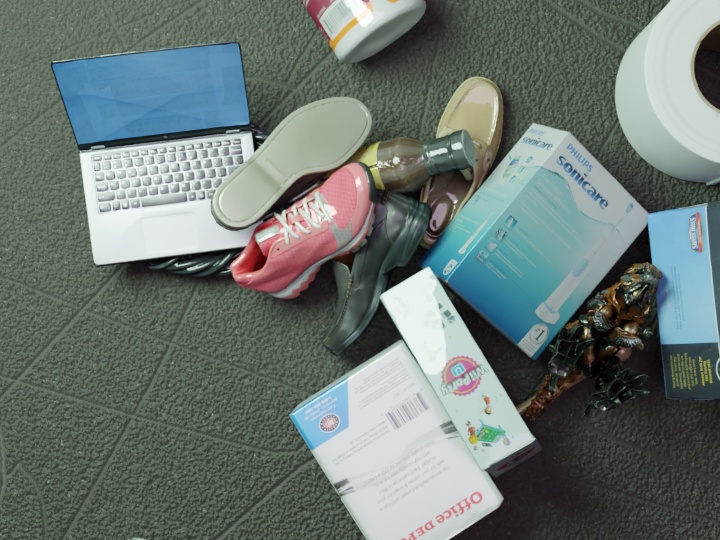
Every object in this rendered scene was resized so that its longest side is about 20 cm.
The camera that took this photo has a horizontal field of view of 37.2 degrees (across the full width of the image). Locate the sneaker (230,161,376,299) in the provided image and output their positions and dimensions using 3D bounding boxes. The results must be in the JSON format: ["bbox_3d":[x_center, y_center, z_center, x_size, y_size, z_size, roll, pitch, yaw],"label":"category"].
[{"bbox_3d":[-0.061,-0.036,1.099,0.200,0.087,0.074,-45,56,33],"label":"sneaker"}]

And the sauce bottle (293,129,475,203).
[{"bbox_3d":[0.024,-0.105,1.140,0.200,0.065,0.065,-11,88,24],"label":"sauce bottle"}]

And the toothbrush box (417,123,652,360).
[{"bbox_3d":[0.185,-0.032,1.133,0.146,0.085,0.200,39,90,-23],"label":"toothbrush box"}]

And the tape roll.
[{"bbox_3d":[0.385,-0.200,1.135,0.202,0.139,0.203,0,87,1],"label":"tape roll"}]

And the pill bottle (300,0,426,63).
[{"bbox_3d":[-0.027,-0.337,1.158,0.114,0.114,0.200,-32,87,0],"label":"pill bottle"}]

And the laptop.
[{"bbox_3d":[-0.203,-0.115,1.103,0.187,0.116,0.200,-7,90,-4],"label":"laptop"}]

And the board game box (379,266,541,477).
[{"bbox_3d":[0.105,0.109,1.098,0.064,0.148,0.200,-31,73,3],"label":"board game box"}]

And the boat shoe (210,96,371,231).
[{"bbox_3d":[-0.075,-0.111,1.113,0.200,0.063,0.073,-40,91,-17],"label":"boat shoe"}]

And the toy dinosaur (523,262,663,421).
[{"bbox_3d":[0.244,0.084,1.109,0.102,0.136,0.200,17,111,4],"label":"toy dinosaur"}]

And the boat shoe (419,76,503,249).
[{"bbox_3d":[0.111,-0.119,1.172,0.071,0.065,0.200,17,88,2],"label":"boat shoe"}]

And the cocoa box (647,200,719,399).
[{"bbox_3d":[0.396,0.029,1.107,0.133,0.131,0.200,-4,87,-39],"label":"cocoa box"}]

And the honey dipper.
[{"bbox_3d":[0.212,0.134,1.179,0.200,0.038,0.038,-30,88,-5],"label":"honey dipper"}]

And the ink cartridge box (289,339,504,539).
[{"bbox_3d":[0.039,0.197,1.152,0.146,0.084,0.200,-32,89,0],"label":"ink cartridge box"}]

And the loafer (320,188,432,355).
[{"bbox_3d":[0.000,0.000,1.147,0.072,0.073,0.200,26,109,-8],"label":"loafer"}]

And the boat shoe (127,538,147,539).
[{"bbox_3d":[-0.177,0.343,1.158,0.201,0.061,0.072,16,78,0],"label":"boat shoe"}]

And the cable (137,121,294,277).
[{"bbox_3d":[-0.164,-0.075,1.189,0.163,0.051,0.200,39,86,-3],"label":"cable"}]
